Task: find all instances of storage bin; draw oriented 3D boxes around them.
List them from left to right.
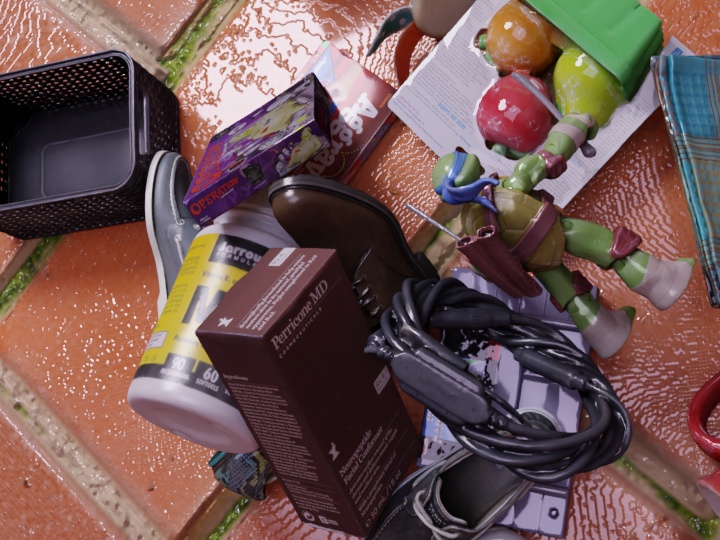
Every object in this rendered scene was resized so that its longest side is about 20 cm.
[{"bbox_3d":[-0.282,-0.116,0.907,0.197,0.094,0.137,-8,76,16],"label":"storage bin"}]

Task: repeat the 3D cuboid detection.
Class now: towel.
[{"bbox_3d":[0.306,-0.074,0.721,0.144,0.022,0.203,-3,75,-19],"label":"towel"}]

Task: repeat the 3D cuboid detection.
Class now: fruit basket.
[{"bbox_3d":[0.150,-0.156,0.798,0.185,0.093,0.201,45,103,20],"label":"fruit basket"}]

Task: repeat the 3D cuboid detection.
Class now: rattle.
[{"bbox_3d":[0.062,-0.284,0.858,0.143,0.129,0.201,54,128,36],"label":"rattle"}]

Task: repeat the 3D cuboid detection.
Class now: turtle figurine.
[{"bbox_3d":[0.147,-0.042,0.718,0.193,0.200,0.145,38,96,-3],"label":"turtle figurine"}]

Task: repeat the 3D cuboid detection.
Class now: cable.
[{"bbox_3d":[0.105,0.076,0.691,0.198,0.163,0.051,28,117,12],"label":"cable"}]

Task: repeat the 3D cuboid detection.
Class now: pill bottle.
[{"bbox_3d":[-0.101,0.035,0.770,0.113,0.115,0.202,10,64,18],"label":"pill bottle"}]

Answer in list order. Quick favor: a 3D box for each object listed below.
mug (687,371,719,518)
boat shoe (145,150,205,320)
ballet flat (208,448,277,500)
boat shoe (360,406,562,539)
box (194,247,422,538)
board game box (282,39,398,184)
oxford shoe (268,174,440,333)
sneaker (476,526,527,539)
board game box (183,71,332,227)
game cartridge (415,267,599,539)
[{"bbox_3d":[0.338,0.114,0.653,0.200,0.133,0.178,-42,72,1],"label":"mug"},{"bbox_3d":[-0.150,-0.012,0.856,0.061,0.073,0.203,-9,82,16],"label":"boat shoe"},{"bbox_3d":[-0.045,0.113,0.808,0.074,0.074,0.201,42,94,20],"label":"ballet flat"},{"bbox_3d":[0.067,0.174,0.719,0.200,0.071,0.072,-45,75,10],"label":"boat shoe"},{"bbox_3d":[-0.032,0.092,0.710,0.074,0.202,0.100,0,38,39],"label":"box"},{"bbox_3d":[-0.054,-0.106,0.875,0.103,0.019,0.201,37,90,19],"label":"board game box"},{"bbox_3d":[0.000,0.000,0.733,0.072,0.200,0.085,-19,46,35],"label":"oxford shoe"},{"bbox_3d":[0.127,0.289,0.691,0.077,0.099,0.203,-21,73,11],"label":"sneaker"},{"bbox_3d":[-0.081,-0.107,0.783,0.119,0.200,0.032,-35,109,10],"label":"board game box"},{"bbox_3d":[0.118,0.104,0.771,0.128,0.038,0.203,8,81,14],"label":"game cartridge"}]
